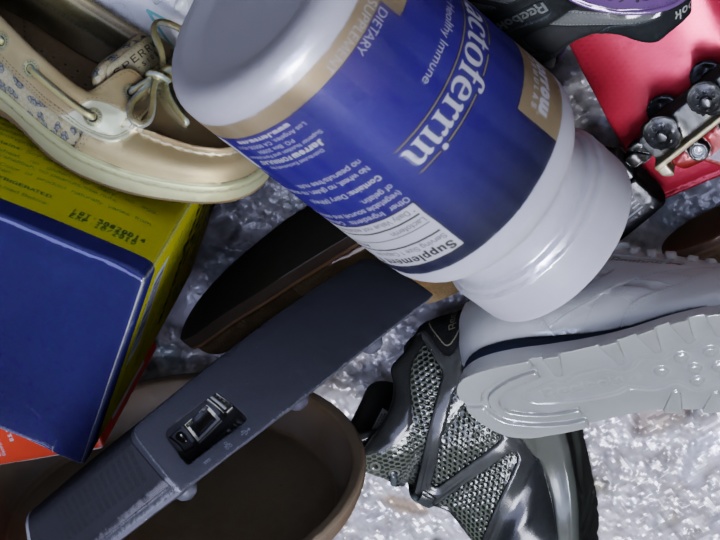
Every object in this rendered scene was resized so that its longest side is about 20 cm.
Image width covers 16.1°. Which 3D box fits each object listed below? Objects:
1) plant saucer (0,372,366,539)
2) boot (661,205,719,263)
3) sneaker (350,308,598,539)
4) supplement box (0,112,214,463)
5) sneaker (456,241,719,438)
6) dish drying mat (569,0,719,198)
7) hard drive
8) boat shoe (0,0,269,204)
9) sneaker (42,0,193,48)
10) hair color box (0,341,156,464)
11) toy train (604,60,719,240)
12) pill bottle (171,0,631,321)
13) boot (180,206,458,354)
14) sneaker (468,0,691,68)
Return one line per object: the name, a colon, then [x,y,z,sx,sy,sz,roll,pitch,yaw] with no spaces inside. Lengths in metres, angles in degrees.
plant saucer: [-0.095,0.114,1.256,0.200,0.200,0.029,-1,120,12]
boot: [0.258,0.021,1.218,0.200,0.077,0.155,-24,107,24]
sneaker: [0.061,0.113,1.310,0.114,0.076,0.200,-7,111,17]
supplement box: [-0.139,-0.017,1.215,0.109,0.200,0.110,22,119,1]
sneaker: [0.142,0.020,1.198,0.200,0.081,0.076,-6,136,14]
dish drying mat: [0.129,-0.131,1.206,0.077,0.018,0.200,-22,109,22]
hard drive: [-0.063,0.067,1.181,0.042,0.200,0.135,52,134,1]
boat shoe: [-0.129,-0.094,1.166,0.200,0.073,0.063,25,125,11]
sneaker: [-0.081,-0.130,1.208,0.200,0.070,0.080,31,159,-9]
hair color box: [-0.219,0.056,1.319,0.200,0.111,0.064,-12,113,16]
toy train: [0.165,-0.071,1.198,0.046,0.034,0.200,43,117,-14]
pill bottle: [0.023,-0.066,1.137,0.116,0.116,0.200,-37,125,25]
boot: [0.000,0.000,1.272,0.200,0.074,0.075,-30,115,21]
sneaker: [0.056,-0.127,1.181,0.200,0.076,0.088,-3,124,30]
